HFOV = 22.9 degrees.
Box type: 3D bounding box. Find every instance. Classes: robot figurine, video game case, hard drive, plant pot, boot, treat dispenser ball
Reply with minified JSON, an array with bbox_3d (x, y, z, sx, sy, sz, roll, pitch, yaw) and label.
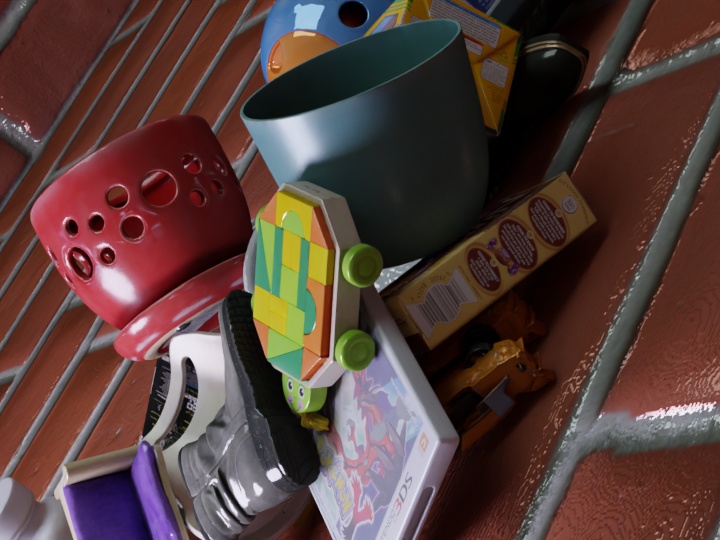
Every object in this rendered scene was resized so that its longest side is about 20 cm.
[{"bbox_3d":[0.068,0.111,1.467,0.200,0.058,0.145,-42,22,22],"label":"robot figurine"},{"bbox_3d":[0.006,0.136,1.410,0.200,0.023,0.183,61,140,47],"label":"video game case"},{"bbox_3d":[0.176,-0.271,1.811,0.200,0.033,0.140,-53,-15,-10],"label":"hard drive"},{"bbox_3d":[0.018,-0.098,1.507,0.199,0.162,0.201,-19,19,7],"label":"plant pot"},{"bbox_3d":[-0.193,-0.026,1.730,0.200,0.183,0.200,-32,-7,-4],"label":"plant pot"},{"bbox_3d":[-0.115,0.127,1.510,0.130,0.067,0.201,-37,55,32],"label":"boot"},{"bbox_3d":[0.142,-0.126,1.703,0.200,0.077,0.139,-46,21,54],"label":"boot"},{"bbox_3d":[-0.016,-0.251,2.042,0.201,0.201,0.201,-42,22,22],"label":"treat dispenser ball"}]

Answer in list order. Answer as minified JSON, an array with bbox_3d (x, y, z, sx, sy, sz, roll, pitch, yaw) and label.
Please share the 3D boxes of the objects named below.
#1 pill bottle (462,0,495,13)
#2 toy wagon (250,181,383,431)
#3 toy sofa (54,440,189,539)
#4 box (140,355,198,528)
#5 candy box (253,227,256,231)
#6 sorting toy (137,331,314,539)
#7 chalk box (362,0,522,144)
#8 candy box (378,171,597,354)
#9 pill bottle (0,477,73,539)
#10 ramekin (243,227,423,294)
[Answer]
[{"bbox_3d":[0.099,-0.321,1.918,0.120,0.200,0.120,-42,23,22],"label":"pill bottle"},{"bbox_3d":[-0.042,0.034,1.427,0.155,0.039,0.202,26,115,55],"label":"toy wagon"},{"bbox_3d":[-0.199,0.258,1.571,0.201,0.082,0.098,69,154,18],"label":"toy sofa"},{"bbox_3d":[-0.159,0.164,1.754,0.200,0.049,0.161,15,95,62],"label":"box"},{"bbox_3d":[-0.049,-0.045,1.864,0.169,0.077,0.200,-33,7,43],"label":"candy box"},{"bbox_3d":[-0.123,0.137,1.611,0.179,0.107,0.201,16,87,34],"label":"sorting toy"},{"bbox_3d":[0.048,-0.162,1.712,0.200,0.124,0.125,-38,32,57],"label":"chalk box"},{"bbox_3d":[0.092,0.000,1.493,0.200,0.057,0.117,-38,5,-25],"label":"candy box"},{"bbox_3d":[-0.281,0.287,1.703,0.112,0.200,0.113,-43,22,22],"label":"pill bottle"},{"bbox_3d":[0.000,0.000,1.646,0.199,0.098,0.202,-16,49,19],"label":"ramekin"}]
